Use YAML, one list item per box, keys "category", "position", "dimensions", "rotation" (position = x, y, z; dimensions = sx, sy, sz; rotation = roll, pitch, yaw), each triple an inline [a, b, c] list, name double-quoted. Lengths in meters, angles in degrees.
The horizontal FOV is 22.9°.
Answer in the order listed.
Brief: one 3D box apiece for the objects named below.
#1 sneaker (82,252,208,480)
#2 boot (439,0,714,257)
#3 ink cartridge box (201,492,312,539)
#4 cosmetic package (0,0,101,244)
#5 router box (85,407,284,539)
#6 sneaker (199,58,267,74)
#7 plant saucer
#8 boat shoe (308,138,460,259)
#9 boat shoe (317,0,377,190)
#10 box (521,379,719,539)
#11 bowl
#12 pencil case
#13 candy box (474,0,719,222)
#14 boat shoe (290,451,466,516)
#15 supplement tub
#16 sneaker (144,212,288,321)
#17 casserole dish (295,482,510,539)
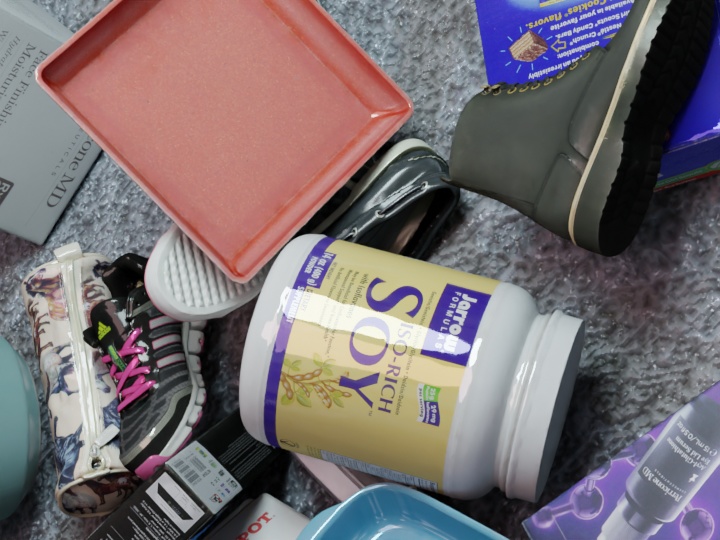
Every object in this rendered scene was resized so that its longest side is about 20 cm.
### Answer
- category: "sneaker"
  position: [-0.164, 0.063, 1.307]
  dimensions: [0.074, 0.087, 0.200]
  rotation: [-37, 34, 33]
- category: "boot"
  position: [0.134, -0.125, 1.136]
  dimensions: [0.138, 0.077, 0.200]
  rotation: [22, 91, 35]
- category: "ink cartridge box"
  position: [-0.038, 0.256, 1.178]
  dimensions: [0.200, 0.084, 0.146]
  rotation: [26, 50, 35]
- category: "cosmetic package"
  position: [-0.323, -0.149, 1.432]
  dimensions: [0.165, 0.200, 0.165]
  rotation: [37, 97, 34]
- category: "router box"
  position: [-0.138, 0.175, 1.233]
  dimensions: [0.149, 0.200, 0.051]
  rotation: [-45, 87, 14]
- category: "sneaker"
  position: [-0.144, -0.144, 1.352]
  dimensions: [0.200, 0.095, 0.079]
  rotation: [-15, 71, 61]
- category: "plant saucer"
  position: [-0.094, -0.118, 1.236]
  dimensions: [0.200, 0.037, 0.200]
  rotation: [45, 63, -3]
- category: "boat shoe"
  position: [0.002, 0.001, 1.270]
  dimensions: [0.199, 0.075, 0.066]
  rotation: [-48, 46, 0]
- category: "boat shoe"
  position: [-0.030, -0.144, 1.331]
  dimensions: [0.062, 0.073, 0.200]
  rotation: [-41, 54, 20]
- category: "box"
  position: [0.225, 0.164, 1.072]
  dimensions: [0.200, 0.104, 0.148]
  rotation: [-39, 61, 16]
- category: "bowl"
  position: [-0.315, 0.124, 1.383]
  dimensions: [0.201, 0.105, 0.201]
  rotation: [1, 91, 62]
- category: "pencil case"
  position: [-0.210, 0.083, 1.368]
  dimensions: [0.089, 0.078, 0.200]
  rotation: [121, 140, -59]
- category: "candy box"
  position: [0.171, -0.151, 1.208]
  dimensions: [0.169, 0.077, 0.200]
  rotation: [-16, 68, 25]
- category: "boat shoe"
  position: [0.008, 0.145, 1.238]
  dimensions: [0.057, 0.069, 0.200]
  rotation: [-44, 59, -8]
- category: "supplement tub"
  position: [0.035, 0.066, 1.165]
  dimensions: [0.200, 0.145, 0.146]
  rotation: [14, 84, 12]
- category: "sneaker"
  position: [-0.107, -0.013, 1.290]
  dimensions: [0.075, 0.200, 0.105]
  rotation: [49, 133, -9]
- category: "casserole dish"
  position: [0.039, 0.209, 1.101]
  dimensions: [0.200, 0.039, 0.121]
  rotation: [24, 65, 41]
